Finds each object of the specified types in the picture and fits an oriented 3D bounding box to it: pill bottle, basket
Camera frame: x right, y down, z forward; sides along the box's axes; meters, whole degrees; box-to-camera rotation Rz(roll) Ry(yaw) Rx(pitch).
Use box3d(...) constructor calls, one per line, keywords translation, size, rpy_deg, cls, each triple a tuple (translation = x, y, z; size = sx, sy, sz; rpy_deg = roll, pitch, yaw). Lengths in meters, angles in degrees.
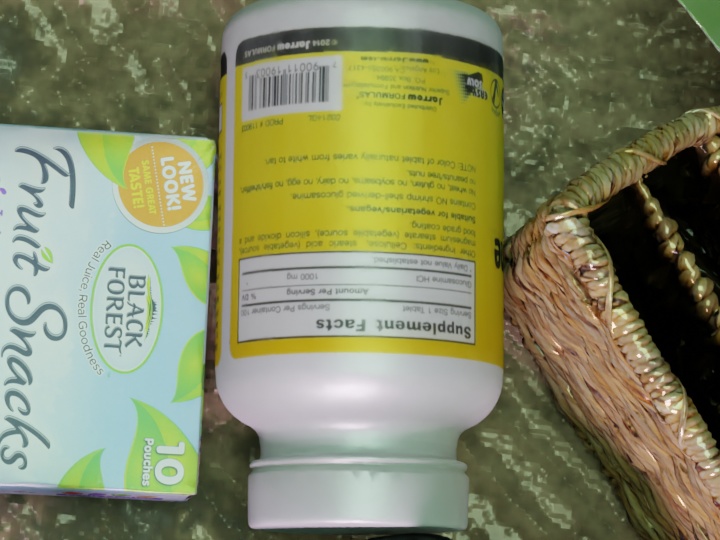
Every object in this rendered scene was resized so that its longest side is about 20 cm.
box3d(translation=(0.000, 0.000, 0.953), size=(0.112, 0.112, 0.201), rpy_deg=(2, 82, -8), cls="pill bottle")
box3d(translation=(0.162, 0.035, 0.952), size=(0.142, 0.149, 0.200), rpy_deg=(-30, 86, -11), cls="basket")

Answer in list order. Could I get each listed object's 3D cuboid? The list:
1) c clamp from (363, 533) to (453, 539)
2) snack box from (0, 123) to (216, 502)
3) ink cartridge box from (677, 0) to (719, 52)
box3d(translation=(-0.051, 0.138, 0.868), size=(0.199, 0.171, 0.027), rpy_deg=(-17, 97, -6), cls="c clamp")
box3d(translation=(-0.160, 0.014, 0.959), size=(0.199, 0.053, 0.143), rpy_deg=(4, 82, -8), cls="snack box")
box3d(translation=(0.228, -0.071, 0.960), size=(0.200, 0.059, 0.104), rpy_deg=(48, 67, -7), cls="ink cartridge box")
